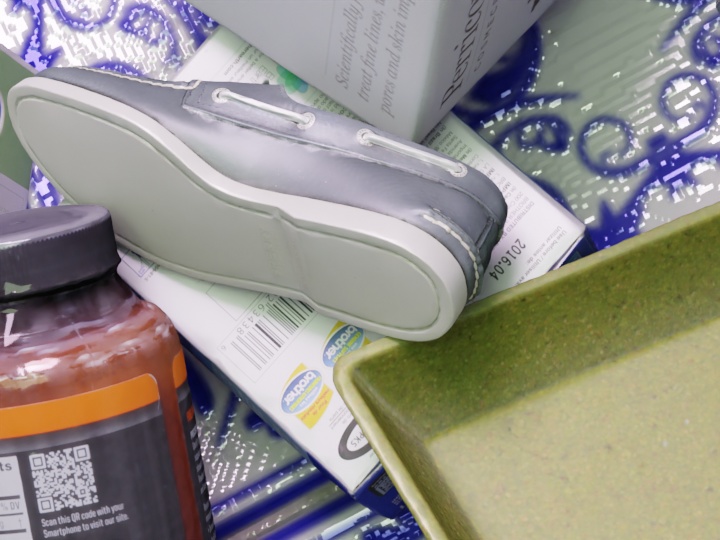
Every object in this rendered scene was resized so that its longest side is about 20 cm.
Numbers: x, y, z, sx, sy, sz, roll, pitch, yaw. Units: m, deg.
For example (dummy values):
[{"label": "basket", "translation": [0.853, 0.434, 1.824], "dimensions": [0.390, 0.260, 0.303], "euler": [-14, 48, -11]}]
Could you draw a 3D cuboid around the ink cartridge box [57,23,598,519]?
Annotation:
[{"label": "ink cartridge box", "translation": [0.000, 0.000, 1.072], "dimensions": [0.200, 0.076, 0.137], "euler": [42, 89, 18]}]

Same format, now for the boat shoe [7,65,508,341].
[{"label": "boat shoe", "translation": [-0.038, -0.036, 1.023], "dimensions": [0.200, 0.073, 0.062], "euler": [22, 52, 24]}]

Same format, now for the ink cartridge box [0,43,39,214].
[{"label": "ink cartridge box", "translation": [-0.178, 0.003, 1.073], "dimensions": [0.048, 0.146, 0.201], "euler": [2, 79, 15]}]

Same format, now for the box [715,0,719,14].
[{"label": "box", "translation": [0.248, -0.061, 1.004], "dimensions": [0.157, 0.051, 0.200], "euler": [-24, 70, -35]}]

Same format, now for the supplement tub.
[{"label": "supplement tub", "translation": [-0.110, 0.080, 1.032], "dimensions": [0.107, 0.107, 0.201], "euler": [-7, 100, 10]}]

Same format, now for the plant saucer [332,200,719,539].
[{"label": "plant saucer", "translation": [0.119, 0.083, 0.985], "dimensions": [0.199, 0.048, 0.200], "euler": [-21, 56, -17]}]

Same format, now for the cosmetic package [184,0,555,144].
[{"label": "cosmetic package", "translation": [0.020, -0.192, 1.025], "dimensions": [0.165, 0.165, 0.200], "euler": [33, 58, 16]}]
